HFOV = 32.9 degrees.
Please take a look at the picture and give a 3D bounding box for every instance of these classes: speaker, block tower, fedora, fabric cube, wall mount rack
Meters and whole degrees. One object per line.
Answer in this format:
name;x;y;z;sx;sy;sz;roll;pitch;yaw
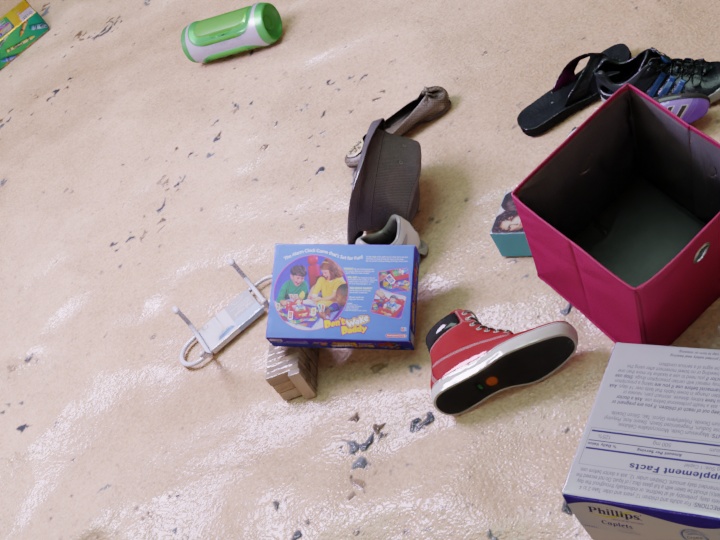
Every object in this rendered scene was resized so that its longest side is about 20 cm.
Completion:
speaker;-0.253;-0.464;2.387;0.198;0.089;0.089;-9;46;30
block tower;-0.093;0.092;1.729;0.057;0.054;0.201;-20;41;19
fedora;0.044;-0.125;1.791;0.089;0.178;0.201;9;44;6
fabric cube;0.320;-0.048;1.407;0.196;0.200;0.200;-42;57;-9
wall mount rack;-0.198;0.068;1.811;0.200;0.075;0.174;-41;36;-4

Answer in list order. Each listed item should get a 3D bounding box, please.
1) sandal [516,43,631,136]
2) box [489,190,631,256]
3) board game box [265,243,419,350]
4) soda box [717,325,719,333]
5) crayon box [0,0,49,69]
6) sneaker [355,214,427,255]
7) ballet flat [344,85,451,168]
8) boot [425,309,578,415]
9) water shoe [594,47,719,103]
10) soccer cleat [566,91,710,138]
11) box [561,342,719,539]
sandal;0.315;-0.274;1.798;0.200;0.048;0.075;-37;38;0
box;0.277;-0.067;1.616;0.198;0.049;0.083;-1;50;35
board game box;-0.023;0.035;1.653;0.197;0.045;0.136;1;72;12
soda box;0.496;0.048;1.325;0.199;0.064;0.068;-31;38;5
crayon box;-0.860;-0.561;2.960;0.200;0.058;0.119;-41;38;-6
sneaker;0.000;0.000;1.728;0.200;0.089;0.074;-46;41;-10
ballet flat;0.054;-0.233;1.953;0.199;0.046;0.068;-33;38;4
boot;0.172;0.082;1.532;0.198;0.073;0.145;-26;38;19
water shoe;0.419;-0.267;1.689;0.198;0.079;0.072;-6;47;32
soccer cleat;0.381;-0.182;1.655;0.198;0.068;0.074;-18;65;16
box;0.336;0.188;1.270;0.182;0.105;0.201;2;51;37
